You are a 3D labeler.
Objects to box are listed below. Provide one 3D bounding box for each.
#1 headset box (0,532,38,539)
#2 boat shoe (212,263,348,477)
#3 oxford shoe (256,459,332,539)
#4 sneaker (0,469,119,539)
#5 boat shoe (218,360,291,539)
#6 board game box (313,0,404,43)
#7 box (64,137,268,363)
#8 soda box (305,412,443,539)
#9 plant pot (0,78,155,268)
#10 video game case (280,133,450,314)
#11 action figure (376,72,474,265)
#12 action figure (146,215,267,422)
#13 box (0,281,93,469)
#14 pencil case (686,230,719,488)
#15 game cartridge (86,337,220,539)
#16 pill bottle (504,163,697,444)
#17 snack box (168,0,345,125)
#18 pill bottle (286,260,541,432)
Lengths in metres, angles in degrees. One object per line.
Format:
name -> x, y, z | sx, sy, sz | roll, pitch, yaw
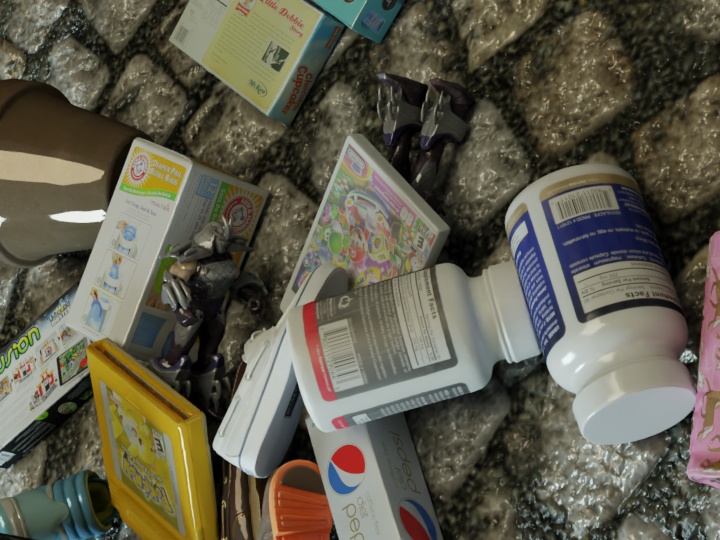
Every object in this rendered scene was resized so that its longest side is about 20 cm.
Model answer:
headset box -> -0.272, 0.313, 1.683 | 0.174, 0.199, 0.094 | 9, 82, 52
boat shoe -> -0.076, 0.081, 1.613 | 0.065, 0.074, 0.201 | 23, 86, 27
oxford shoe -> -0.058, 0.270, 1.589 | 0.073, 0.071, 0.202 | 150, 125, -68
sneaker -> -0.313, 0.258, 1.849 | 0.200, 0.130, 0.080 | 147, 106, -72
boat shoe -> -0.104, 0.176, 1.680 | 0.070, 0.070, 0.202 | -14, 67, 36
board game box -> -0.012, -0.335, 1.786 | 0.200, 0.047, 0.152 | 41, 104, 42
box -> -0.191, -0.014, 1.795 | 0.101, 0.112, 0.201 | 24, 94, 44
soda box -> 0.019, 0.203, 1.560 | 0.064, 0.068, 0.201 | -35, 54, 28
plant pot -> -0.306, -0.094, 1.895 | 0.173, 0.200, 0.202 | 8, 81, 27
video game case -> 0.000, 0.000, 1.625 | 0.143, 0.018, 0.201 | 48, 130, 34
action figure -> 0.040, -0.073, 1.637 | 0.129, 0.069, 0.202 | 7, 83, 38
action figure -> -0.148, 0.043, 1.723 | 0.069, 0.129, 0.202 | 28, 112, 41
box -> -0.343, 0.114, 1.945 | 0.200, 0.035, 0.111 | -39, 53, 27
pencil case -> 0.292, 0.068, 1.349 | 0.082, 0.087, 0.202 | 6, 79, 12
game cartridge -> -0.195, 0.185, 1.710 | 0.176, 0.032, 0.201 | 31, 134, 45
pill bottle -> 0.191, 0.027, 1.429 | 0.115, 0.115, 0.201 | -33, 56, 30
snack box -> -0.109, -0.243, 1.850 | 0.200, 0.037, 0.117 | 39, 104, 43
pill bottle -> 0.046, 0.058, 1.517 | 0.198, 0.111, 0.111 | -16, 62, 6
